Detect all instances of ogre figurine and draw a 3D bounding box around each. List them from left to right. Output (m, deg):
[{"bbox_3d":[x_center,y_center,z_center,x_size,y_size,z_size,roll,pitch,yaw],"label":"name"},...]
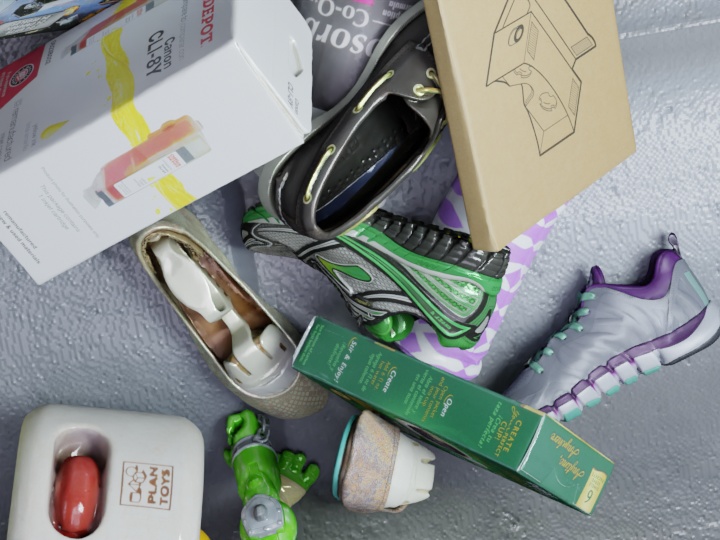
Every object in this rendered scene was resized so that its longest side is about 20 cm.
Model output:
[{"bbox_3d":[-0.056,0.213,1.405,0.097,0.120,0.201,4,107,-6],"label":"ogre figurine"}]

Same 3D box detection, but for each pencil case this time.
[{"bbox_3d":[0.090,-0.018,1.372,0.085,0.084,0.201,12,112,-48],"label":"pencil case"}]

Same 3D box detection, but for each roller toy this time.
[{"bbox_3d":[-0.172,0.188,1.353,0.139,0.200,0.184,6,100,-7],"label":"roller toy"}]

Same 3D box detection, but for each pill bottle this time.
[{"bbox_3d":[-0.002,-0.150,1.306,0.116,0.116,0.201,13,105,-8],"label":"pill bottle"}]

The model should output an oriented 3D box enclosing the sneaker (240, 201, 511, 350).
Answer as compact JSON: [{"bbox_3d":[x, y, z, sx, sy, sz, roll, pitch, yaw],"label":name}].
[{"bbox_3d":[0.000,0.000,1.331,0.199,0.078,0.086,17,97,29],"label":"sneaker"}]

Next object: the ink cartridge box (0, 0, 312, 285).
[{"bbox_3d":[-0.135,-0.102,1.210,0.199,0.146,0.084,-27,122,16],"label":"ink cartridge box"}]

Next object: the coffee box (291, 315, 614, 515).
[{"bbox_3d":[0.063,0.098,1.328,0.123,0.199,0.044,36,79,-52],"label":"coffee box"}]

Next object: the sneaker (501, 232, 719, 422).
[{"bbox_3d":[0.156,0.051,1.411,0.199,0.074,0.088,-27,91,-5],"label":"sneaker"}]

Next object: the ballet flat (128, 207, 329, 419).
[{"bbox_3d":[-0.095,0.038,1.381,0.067,0.062,0.200,-39,106,7],"label":"ballet flat"}]

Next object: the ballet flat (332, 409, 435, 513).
[{"bbox_3d":[0.018,0.136,1.354,0.067,0.200,0.069,12,83,3],"label":"ballet flat"}]

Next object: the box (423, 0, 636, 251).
[{"bbox_3d":[0.109,-0.134,1.253,0.163,0.021,0.201,-34,122,-38],"label":"box"}]

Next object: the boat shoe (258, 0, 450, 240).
[{"bbox_3d":[0.025,-0.097,1.236,0.201,0.061,0.072,-46,130,-7],"label":"boat shoe"}]

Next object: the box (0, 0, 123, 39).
[{"bbox_3d":[-0.151,-0.196,1.218,0.137,0.200,0.040,-29,86,32],"label":"box"}]
